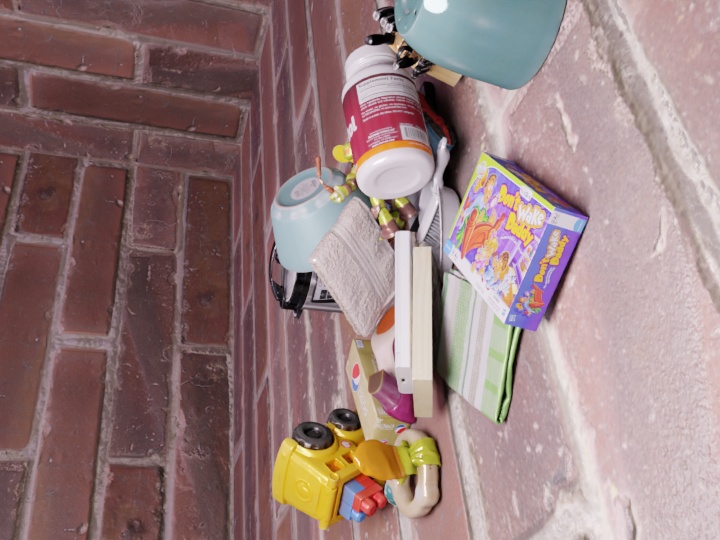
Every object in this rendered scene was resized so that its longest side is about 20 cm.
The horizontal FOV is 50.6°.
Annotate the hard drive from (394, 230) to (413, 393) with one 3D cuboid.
[{"bbox_3d":[0.065,0.063,1.119,0.132,0.026,0.204,77,-166,-65],"label":"hard drive"}]

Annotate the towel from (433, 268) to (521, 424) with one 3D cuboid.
[{"bbox_3d":[0.150,0.092,0.983,0.200,0.030,0.153,-143,58,-68],"label":"towel"}]

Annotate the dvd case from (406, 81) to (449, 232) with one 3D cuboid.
[{"bbox_3d":[0.099,-0.186,1.245,0.143,0.017,0.203,116,154,-52],"label":"dvd case"}]

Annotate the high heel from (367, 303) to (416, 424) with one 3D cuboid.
[{"bbox_3d":[0.063,0.146,1.229,0.067,0.096,0.202,-23,35,38],"label":"high heel"}]

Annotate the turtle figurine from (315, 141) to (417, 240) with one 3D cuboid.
[{"bbox_3d":[0.023,-0.139,1.150,0.064,0.162,0.201,-25,18,36],"label":"turtle figurine"}]

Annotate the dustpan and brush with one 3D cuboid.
[{"bbox_3d":[0.112,-0.098,1.099,0.141,0.056,0.203,-105,26,-50],"label":"dustpan and brush"}]

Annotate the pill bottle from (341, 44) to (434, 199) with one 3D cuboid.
[{"bbox_3d":[0.034,-0.214,1.082,0.113,0.111,0.204,124,141,-57],"label":"pill bottle"}]

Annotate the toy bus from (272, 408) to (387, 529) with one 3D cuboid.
[{"bbox_3d":[-0.021,0.344,1.289,0.190,0.198,0.138,25,114,35],"label":"toy bus"}]

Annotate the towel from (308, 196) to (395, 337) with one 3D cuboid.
[{"bbox_3d":[0.000,0.000,1.204,0.034,0.201,0.133,14,59,40],"label":"towel"}]

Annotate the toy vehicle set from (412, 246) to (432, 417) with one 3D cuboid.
[{"bbox_3d":[0.088,0.086,1.070,0.125,0.026,0.204,81,-170,-58],"label":"toy vehicle set"}]

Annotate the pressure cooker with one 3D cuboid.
[{"bbox_3d":[-0.081,-0.006,1.482,0.179,0.196,0.179,120,152,-53],"label":"pressure cooker"}]

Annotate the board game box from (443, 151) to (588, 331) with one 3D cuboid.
[{"bbox_3d":[0.170,-0.040,0.881,0.201,0.044,0.137,-119,46,-62],"label":"board game box"}]

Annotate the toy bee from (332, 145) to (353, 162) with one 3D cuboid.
[{"bbox_3d":[0.021,-0.182,1.354,0.110,0.130,0.199,-62,-14,24],"label":"toy bee"}]

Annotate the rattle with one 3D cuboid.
[{"bbox_3d":[0.028,0.310,1.135,0.200,0.140,0.133,-31,74,62],"label":"rattle"}]

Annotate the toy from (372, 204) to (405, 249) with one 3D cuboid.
[{"bbox_3d":[0.049,-0.076,1.291,0.202,0.046,0.116,89,-161,-50],"label":"toy"}]

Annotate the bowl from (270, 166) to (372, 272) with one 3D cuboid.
[{"bbox_3d":[-0.078,-0.103,1.321,0.106,0.198,0.202,59,-175,-34],"label":"bowl"}]

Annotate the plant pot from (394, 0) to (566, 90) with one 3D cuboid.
[{"bbox_3d":[0.134,-0.336,0.929,0.200,0.158,0.205,-175,90,-73],"label":"plant pot"}]

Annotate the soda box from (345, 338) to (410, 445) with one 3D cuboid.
[{"bbox_3d":[0.027,0.204,1.286,0.201,0.063,0.069,-109,30,-56],"label":"soda box"}]

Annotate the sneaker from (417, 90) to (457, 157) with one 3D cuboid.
[{"bbox_3d":[0.067,-0.225,1.177,0.096,0.078,0.201,-51,40,22],"label":"sneaker"}]

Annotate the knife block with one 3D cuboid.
[{"bbox_3d":[0.074,-0.345,1.091,0.064,0.173,0.202,-51,33,33],"label":"knife block"}]
